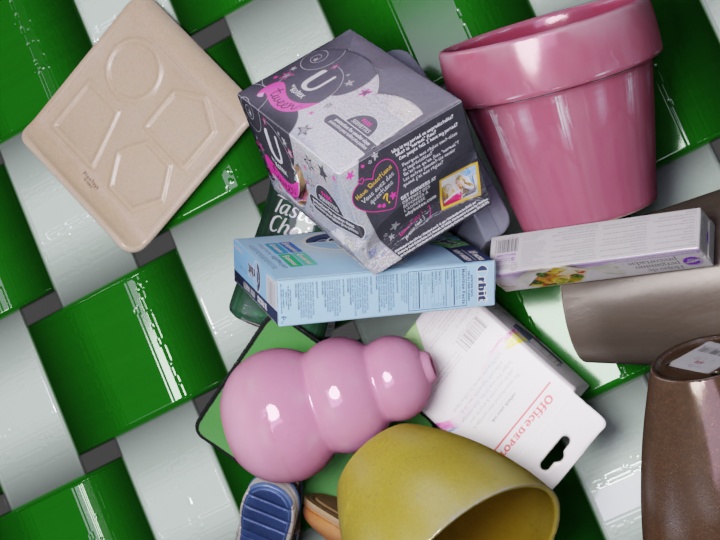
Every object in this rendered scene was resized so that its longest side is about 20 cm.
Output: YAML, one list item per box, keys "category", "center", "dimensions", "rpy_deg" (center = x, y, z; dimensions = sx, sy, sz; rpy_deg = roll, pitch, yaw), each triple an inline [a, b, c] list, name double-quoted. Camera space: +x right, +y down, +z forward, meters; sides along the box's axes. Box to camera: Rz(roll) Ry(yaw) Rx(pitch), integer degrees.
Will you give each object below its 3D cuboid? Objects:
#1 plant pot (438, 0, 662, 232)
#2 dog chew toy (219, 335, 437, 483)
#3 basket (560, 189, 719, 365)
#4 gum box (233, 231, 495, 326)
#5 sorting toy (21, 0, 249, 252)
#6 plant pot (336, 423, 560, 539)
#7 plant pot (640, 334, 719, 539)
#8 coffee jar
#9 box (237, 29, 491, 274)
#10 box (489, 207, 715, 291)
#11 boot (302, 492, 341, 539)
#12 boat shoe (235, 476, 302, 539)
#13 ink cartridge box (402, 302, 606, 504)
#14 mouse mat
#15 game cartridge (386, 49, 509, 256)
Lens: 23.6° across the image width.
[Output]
- category: "plant pot"
  center: [0.184, -0.136, 1.548]
  dimensions: [0.198, 0.200, 0.181]
  rpy_deg: [-12, 101, 18]
- category: "dog chew toy"
  center: [-0.026, 0.118, 1.583]
  dimensions: [0.198, 0.125, 0.126]
  rpy_deg: [-19, 83, 8]
- category: "basket"
  center: [0.288, 0.013, 1.534]
  dimensions: [0.198, 0.136, 0.182]
  rpy_deg: [-8, 98, 22]
- category: "gum box"
  center: [0.000, 0.000, 1.549]
  dimensions: [0.198, 0.170, 0.045]
  rpy_deg: [-4, 104, -16]
- category: "sorting toy"
  center: [-0.225, -0.149, 1.760]
  dimensions: [0.185, 0.036, 0.200]
  rpy_deg: [45, 98, 14]
- category: "plant pot"
  center: [0.059, 0.221, 1.542]
  dimensions: [0.201, 0.199, 0.142]
  rpy_deg: [-51, 54, 11]
- category: "plant pot"
  center: [0.313, 0.164, 1.461]
  dimensions: [0.185, 0.187, 0.202]
  rpy_deg: [-11, 107, 18]
- category: "coffee jar"
  center: [-0.053, -0.039, 1.670]
  dimensions: [0.103, 0.085, 0.202]
  rpy_deg: [17, 94, 15]
- category: "box"
  center: [0.000, -0.108, 1.507]
  dimensions: [0.131, 0.116, 0.200]
  rpy_deg: [-31, 36, -14]
- category: "box"
  center: [0.207, -0.017, 1.491]
  dimensions: [0.198, 0.039, 0.042]
  rpy_deg: [-9, 62, 30]
- category: "boot"
  center: [0.000, 0.320, 1.657]
  dimensions: [0.199, 0.077, 0.156]
  rpy_deg: [32, 105, 2]
- category: "boat shoe"
  center: [-0.090, 0.268, 1.681]
  dimensions: [0.072, 0.072, 0.201]
  rpy_deg: [25, 124, 6]
- category: "ink cartridge box"
  center: [0.131, 0.114, 1.616]
  dimensions: [0.200, 0.067, 0.117]
  rpy_deg: [43, 103, 15]
- category: "mouse mat"
  center: [-0.044, 0.152, 1.662]
  dimensions: [0.199, 0.008, 0.162]
  rpy_deg: [34, 112, -4]
- category: "game cartridge"
  center: [0.071, -0.104, 1.606]
  dimensions: [0.041, 0.133, 0.201]
  rpy_deg: [-29, 80, -10]
